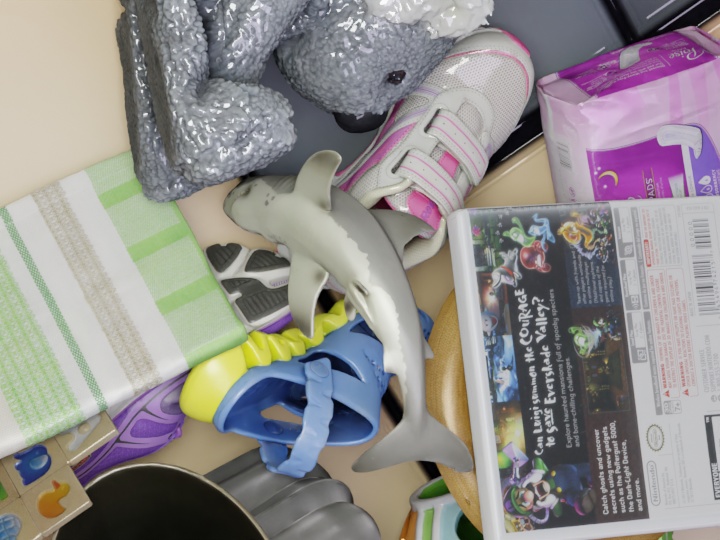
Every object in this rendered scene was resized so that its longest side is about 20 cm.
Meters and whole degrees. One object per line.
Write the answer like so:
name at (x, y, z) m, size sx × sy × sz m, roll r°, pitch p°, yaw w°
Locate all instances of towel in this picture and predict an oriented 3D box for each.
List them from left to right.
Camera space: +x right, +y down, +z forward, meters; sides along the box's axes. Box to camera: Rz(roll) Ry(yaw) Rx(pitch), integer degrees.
towel at (-0.183, 0.026, 1.589) m, size 0.199 × 0.150 × 0.031 m, roll -24°, pitch 155°, yaw -11°

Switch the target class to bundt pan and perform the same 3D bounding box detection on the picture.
bundt pan at (-0.024, 0.190, 1.676) m, size 0.076 × 0.202 × 0.202 m, roll -37°, pitch 119°, yaw -16°

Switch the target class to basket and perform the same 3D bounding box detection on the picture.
basket at (-0.108, 0.226, 1.614) m, size 0.135 × 0.181 × 0.200 m, roll -23°, pitch 162°, yaw -10°

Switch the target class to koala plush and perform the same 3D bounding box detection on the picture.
koala plush at (-0.031, -0.144, 1.551) m, size 0.199 × 0.177 × 0.185 m, roll -8°, pitch 90°, yaw -14°

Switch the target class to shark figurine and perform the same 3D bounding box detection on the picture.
shark figurine at (0.015, 0.007, 1.572) m, size 0.089 × 0.215 × 0.128 m, roll -18°, pitch 158°, yaw -40°

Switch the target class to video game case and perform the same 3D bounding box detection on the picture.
video game case at (0.147, 0.058, 1.634) m, size 0.181 × 0.023 × 0.201 m, roll -3°, pitch 82°, yaw -22°

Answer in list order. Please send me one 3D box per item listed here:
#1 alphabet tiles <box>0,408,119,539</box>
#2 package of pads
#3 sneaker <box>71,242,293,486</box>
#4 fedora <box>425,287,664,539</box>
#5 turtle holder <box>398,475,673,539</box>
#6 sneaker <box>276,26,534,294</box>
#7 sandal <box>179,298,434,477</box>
alphabet tiles at (-0.241, 0.119, 1.582) m, size 0.200 × 0.167 × 0.006 m, roll -35°, pitch 137°, yaw -4°
package of pads at (0.184, -0.042, 1.720) m, size 0.120 × 0.076 × 0.201 m, roll -19°, pitch 116°, yaw -14°
sneaker at (-0.119, 0.059, 1.664) m, size 0.199 × 0.081 × 0.084 m, roll -34°, pitch 139°, yaw -1°
fedora at (0.116, 0.085, 1.677) m, size 0.199 × 0.082 × 0.202 m, roll 3°, pitch 80°, yaw -18°
turtle holder at (0.106, 0.186, 1.742) m, size 0.185 × 0.141 × 0.132 m, roll -18°, pitch 96°, yaw 26°
sneaker at (0.039, -0.056, 1.653) m, size 0.081 × 0.088 × 0.200 m, roll 36°, pitch 96°, yaw -28°
sandal at (-0.018, 0.072, 1.651) m, size 0.200 × 0.087 × 0.080 m, roll -22°, pitch 151°, yaw -46°
